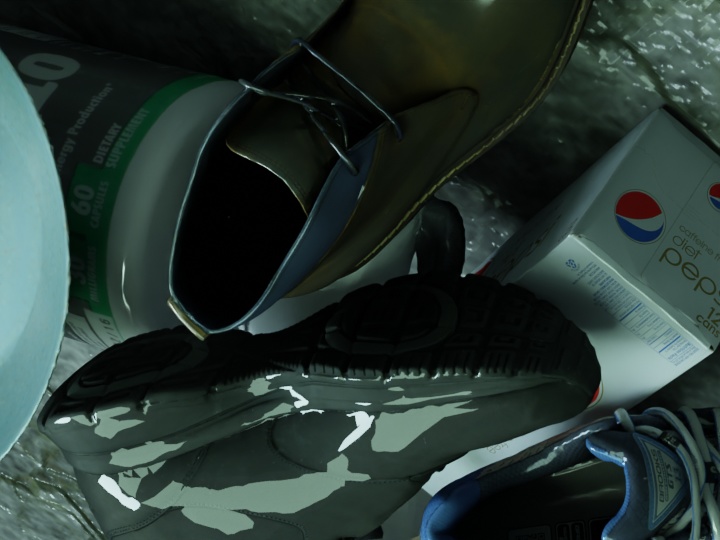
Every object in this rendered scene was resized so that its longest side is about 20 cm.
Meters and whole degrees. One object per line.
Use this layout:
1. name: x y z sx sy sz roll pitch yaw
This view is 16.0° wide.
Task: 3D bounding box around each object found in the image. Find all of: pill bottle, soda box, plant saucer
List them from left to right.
1. plant saucer: -0.173 -0.012 0.945 0.201 0.039 0.201 4 98 34
2. pill bottle: -0.131 -0.037 1.005 0.200 0.113 0.113 15 143 32
3. soda box: 0.071 0.022 0.929 0.064 0.068 0.200 39 148 -5

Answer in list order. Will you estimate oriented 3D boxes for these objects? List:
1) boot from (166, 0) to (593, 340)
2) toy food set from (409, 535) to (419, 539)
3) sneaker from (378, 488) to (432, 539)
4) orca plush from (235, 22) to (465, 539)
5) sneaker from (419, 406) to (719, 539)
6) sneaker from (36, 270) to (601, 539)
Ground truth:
1. boot: 0.009 -0.055 0.809 0.075 0.097 0.200 38 125 6
2. toy food set: 0.086 0.151 1.030 0.198 0.049 0.200 7 146 -13
3. sneaker: -0.020 0.091 1.125 0.200 0.081 0.146 21 176 -11
4. orca plush: 0.000 0.000 0.937 0.105 0.071 0.200 1 103 23
5. sneaker: 0.112 0.082 0.877 0.200 0.077 0.085 -17 158 9
6. sneaker: -0.008 0.058 0.875 0.200 0.076 0.091 -10 111 26
